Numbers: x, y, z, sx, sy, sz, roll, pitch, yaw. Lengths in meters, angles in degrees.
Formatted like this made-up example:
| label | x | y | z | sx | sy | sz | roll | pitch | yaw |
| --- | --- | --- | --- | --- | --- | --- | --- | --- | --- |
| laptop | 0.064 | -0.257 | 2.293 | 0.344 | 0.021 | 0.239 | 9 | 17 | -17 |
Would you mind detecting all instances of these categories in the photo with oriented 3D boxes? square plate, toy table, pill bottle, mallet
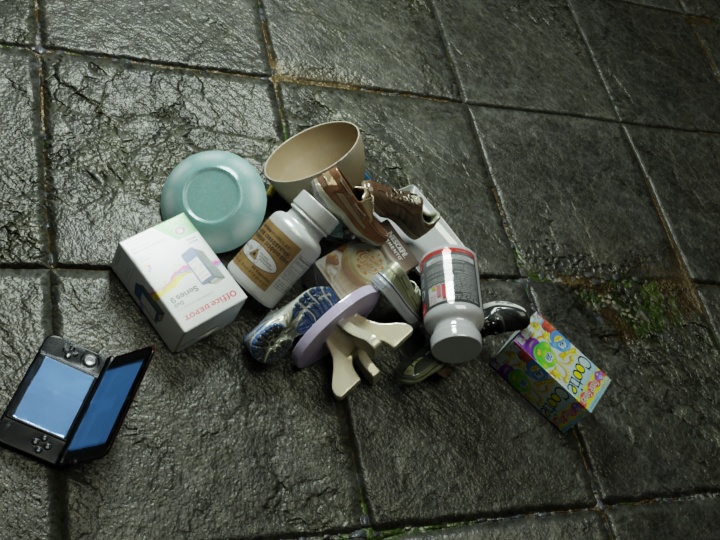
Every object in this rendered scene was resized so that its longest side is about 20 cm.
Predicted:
| label | x | y | z | sx | sy | sz | roll | pitch | yaw |
| --- | --- | --- | --- | --- | --- | --- | --- | --- | --- |
| square plate | 0.116 | -0.079 | 1.873 | 0.201 | 0.028 | 0.197 | 51 | 37 | 11 |
| toy table | -0.011 | 0.132 | 1.607 | 0.200 | 0.184 | 0.117 | -44 | 70 | -8 |
| pill bottle | 0.172 | 0.062 | 1.690 | 0.114 | 0.116 | 0.202 | 13 | 51 | -18 |
| mallet | -0.172 | -0.148 | 1.798 | 0.065 | 0.041 | 0.202 | 24 | 55 | -13 |
| pill bottle | -0.136 | -0.041 | 1.626 | 0.114 | 0.114 | 0.200 | 42 | 90 | 6 |

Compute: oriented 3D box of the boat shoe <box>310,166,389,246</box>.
| label | x | y | z | sx | sy | sz | roll | pitch | yaw |
| --- | --- | --- | --- | --- | --- | --- | --- | --- | --- |
| boat shoe | -0.006 | -0.116 | 1.661 | 0.200 | 0.072 | 0.076 | 39 | 16 | -39 |

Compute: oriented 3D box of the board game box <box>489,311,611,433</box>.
| label | x | y | z | sx | sy | sz | roll | pitch | yaw |
| --- | --- | --- | --- | --- | --- | --- | --- | --- | --- |
| board game box | 0.374 | 0.202 | 1.786 | 0.200 | 0.105 | 0.103 | 42 | 50 | 6 |

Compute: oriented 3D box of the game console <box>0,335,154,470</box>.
| label | x | y | z | sx | sy | sz | roll | pitch | yaw |
| --- | --- | --- | --- | --- | --- | --- | --- | --- | --- |
| game console | -0.436 | 0.186 | 1.379 | 0.171 | 0.119 | 0.202 | 25 | 50 | -9 |

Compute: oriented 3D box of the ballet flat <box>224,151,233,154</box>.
| label | x | y | z | sx | sy | sz | roll | pitch | yaw |
| --- | --- | --- | --- | --- | --- | --- | --- | --- | --- |
| ballet flat | -0.254 | -0.141 | 1.730 | 0.067 | 0.064 | 0.202 | 1 | 58 | -24 |

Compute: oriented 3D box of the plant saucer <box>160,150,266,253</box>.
| label | x | y | z | sx | sy | sz | roll | pitch | yaw |
| --- | --- | --- | --- | --- | --- | --- | --- | --- | --- |
| plant saucer | -0.274 | -0.133 | 1.674 | 0.198 | 0.039 | 0.204 | 0 | 77 | -2 |

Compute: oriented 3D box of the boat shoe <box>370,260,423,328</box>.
| label | x | y | z | sx | sy | sz | roll | pitch | yaw |
| --- | --- | --- | --- | --- | --- | --- | --- | --- | --- |
| boat shoe | 0.085 | 0.049 | 1.698 | 0.062 | 0.200 | 0.072 | -42 | 58 | 0 |

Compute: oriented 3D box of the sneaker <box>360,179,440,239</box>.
| label | x | y | z | sx | sy | sz | roll | pitch | yaw |
| --- | --- | --- | --- | --- | --- | --- | --- | --- | --- |
| sneaker | 0.079 | -0.134 | 1.761 | 0.199 | 0.075 | 0.071 | 33 | 32 | -46 |

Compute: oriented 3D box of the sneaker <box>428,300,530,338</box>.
| label | x | y | z | sx | sy | sz | roll | pitch | yaw |
| --- | --- | --- | --- | --- | --- | --- | --- | --- | --- |
| sneaker | 0.229 | 0.114 | 1.752 | 0.197 | 0.076 | 0.088 | 0 | 46 | 21 |

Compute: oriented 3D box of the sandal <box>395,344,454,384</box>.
| label | x | y | z | sx | sy | sz | roll | pitch | yaw |
| --- | --- | --- | --- | --- | --- | --- | --- | --- | --- |
| sandal | 0.137 | 0.183 | 1.711 | 0.200 | 0.079 | 0.058 | -21 | 110 | -43 |

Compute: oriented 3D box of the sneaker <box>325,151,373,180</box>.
| label | x | y | z | sx | sy | sz | roll | pitch | yaw |
| --- | --- | --- | --- | --- | --- | --- | --- | --- | --- |
| sneaker | -0.050 | -0.232 | 1.874 | 0.199 | 0.074 | 0.082 | 32 | 34 | 10 |

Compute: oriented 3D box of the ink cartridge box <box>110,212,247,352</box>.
| label | x | y | z | sx | sy | sz | roll | pitch | yaw |
| --- | --- | --- | --- | --- | --- | --- | --- | --- | --- |
| ink cartridge box | -0.316 | 0.020 | 1.574 | 0.145 | 0.088 | 0.201 | -29 | 77 | -38 |

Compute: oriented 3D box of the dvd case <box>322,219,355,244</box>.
| label | x | y | z | sx | sy | sz | roll | pitch | yaw |
| --- | --- | --- | --- | --- | --- | --- | --- | --- | --- |
| dvd case | -0.033 | -0.117 | 1.853 | 0.198 | 0.022 | 0.148 | 10 | 54 | -22 |

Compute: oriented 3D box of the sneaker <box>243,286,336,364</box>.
| label | x | y | z | sx | sy | sz | roll | pitch | yaw |
| --- | --- | --- | --- | --- | --- | --- | --- | --- | --- |
| sneaker | -0.130 | 0.087 | 1.615 | 0.199 | 0.085 | 0.078 | -33 | 112 | -30 |

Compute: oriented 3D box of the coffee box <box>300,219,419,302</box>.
| label | x | y | z | sx | sy | sz | roll | pitch | yaw |
| --- | --- | --- | --- | --- | --- | --- | --- | --- | --- |
| coffee box | 0.000 | 0.000 | 1.739 | 0.199 | 0.080 | 0.115 | -32 | 82 | -34 |

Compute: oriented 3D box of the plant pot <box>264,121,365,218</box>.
| label | x | y | z | sx | sy | sz | roll | pitch | yaw |
| --- | --- | --- | --- | --- | --- | --- | --- | --- | --- |
| plant pot | -0.071 | -0.178 | 1.760 | 0.201 | 0.198 | 0.135 | -60 | 136 | -40 |
